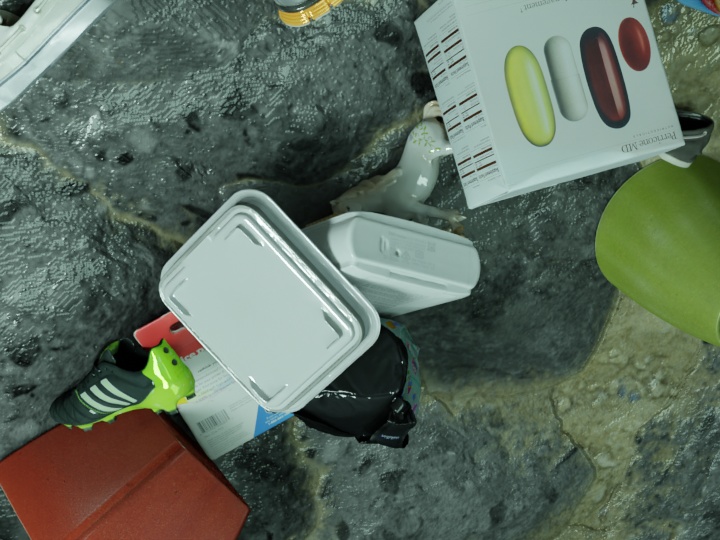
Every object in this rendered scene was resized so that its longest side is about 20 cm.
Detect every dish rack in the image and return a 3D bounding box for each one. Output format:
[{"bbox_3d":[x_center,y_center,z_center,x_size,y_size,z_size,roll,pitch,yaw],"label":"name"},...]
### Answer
[{"bbox_3d":[-0.098,0.038,1.644,0.200,0.044,0.172,47,120,0],"label":"dish rack"}]

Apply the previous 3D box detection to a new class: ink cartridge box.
[{"bbox_3d":[-0.158,0.094,1.785,0.116,0.067,0.200,-29,127,-4],"label":"ink cartridge box"}]

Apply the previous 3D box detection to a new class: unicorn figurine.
[{"bbox_3d":[0.057,-0.089,1.746,0.200,0.137,0.074,-59,165,-7],"label":"unicorn figurine"}]

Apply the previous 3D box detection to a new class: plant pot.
[{"bbox_3d":[0.390,-0.001,1.867,0.187,0.200,0.188,-11,124,-16],"label":"plant pot"},{"bbox_3d":[-0.240,0.248,1.784,0.176,0.200,0.200,-44,127,-4],"label":"plant pot"}]

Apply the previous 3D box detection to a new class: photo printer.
[{"bbox_3d":[0.000,0.000,1.729,0.166,0.200,0.070,13,72,-32],"label":"photo printer"}]

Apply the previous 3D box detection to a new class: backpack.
[{"bbox_3d":[-0.001,0.116,1.785,0.166,0.127,0.200,8,165,16],"label":"backpack"}]

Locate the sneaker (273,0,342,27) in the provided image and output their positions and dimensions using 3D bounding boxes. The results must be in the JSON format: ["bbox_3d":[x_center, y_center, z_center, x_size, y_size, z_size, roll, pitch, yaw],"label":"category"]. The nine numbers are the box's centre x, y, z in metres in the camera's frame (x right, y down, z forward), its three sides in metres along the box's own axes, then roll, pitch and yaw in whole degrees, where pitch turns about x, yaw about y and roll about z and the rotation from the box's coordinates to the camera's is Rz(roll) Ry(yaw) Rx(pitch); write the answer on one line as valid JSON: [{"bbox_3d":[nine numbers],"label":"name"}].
[{"bbox_3d":[-0.007,-0.314,1.584,0.200,0.078,0.077,-36,121,3],"label":"sneaker"}]

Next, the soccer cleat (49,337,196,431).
[{"bbox_3d":[-0.252,0.113,1.723,0.200,0.068,0.081,-14,110,38],"label":"soccer cleat"}]

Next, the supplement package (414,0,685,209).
[{"bbox_3d":[0.183,-0.186,1.645,0.191,0.147,0.201,-16,90,-12],"label":"supplement package"}]

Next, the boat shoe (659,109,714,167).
[{"bbox_3d":[0.299,-0.164,1.808,0.200,0.067,0.057,12,126,-35],"label":"boat shoe"}]

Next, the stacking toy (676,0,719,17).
[{"bbox_3d":[0.420,-0.281,1.700,0.110,0.200,0.116,10,116,-27],"label":"stacking toy"}]

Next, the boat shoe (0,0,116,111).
[{"bbox_3d":[-0.315,-0.207,1.538,0.200,0.071,0.070,-42,100,12],"label":"boat shoe"}]

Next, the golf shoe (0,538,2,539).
[{"bbox_3d":[-0.449,0.365,1.849,0.088,0.077,0.200,10,116,-5],"label":"golf shoe"}]
